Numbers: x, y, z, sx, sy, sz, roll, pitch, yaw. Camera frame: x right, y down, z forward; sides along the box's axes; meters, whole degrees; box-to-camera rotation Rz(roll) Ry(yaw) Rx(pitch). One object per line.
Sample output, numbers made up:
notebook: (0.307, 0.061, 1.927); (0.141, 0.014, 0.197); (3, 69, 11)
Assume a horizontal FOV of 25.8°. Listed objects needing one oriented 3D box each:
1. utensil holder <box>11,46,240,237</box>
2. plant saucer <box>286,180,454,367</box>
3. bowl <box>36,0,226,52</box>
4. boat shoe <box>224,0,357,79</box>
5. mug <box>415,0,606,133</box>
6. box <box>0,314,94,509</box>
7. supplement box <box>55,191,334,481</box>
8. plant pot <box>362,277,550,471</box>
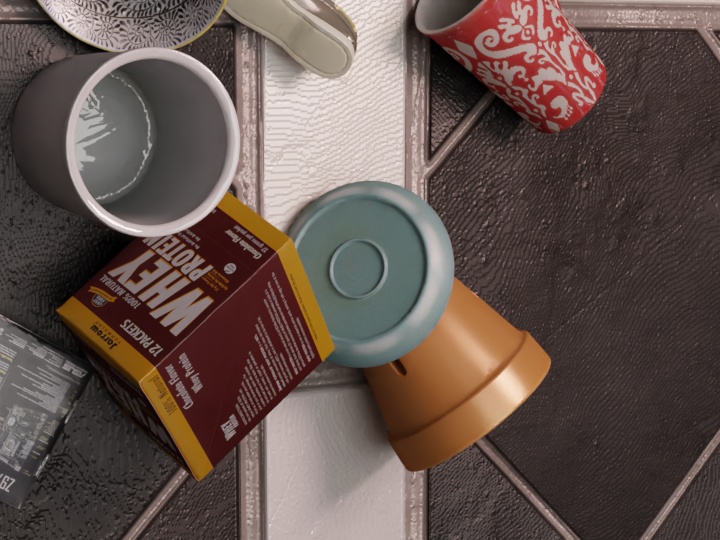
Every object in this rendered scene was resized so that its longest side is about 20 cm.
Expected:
utensil holder: (-0.229, -0.125, 1.493); (0.168, 0.199, 0.172); (-3, 97, -28)
plant saucer: (0.000, 0.000, 1.653); (0.202, 0.198, 0.027); (-67, 159, -5)
bowl: (-0.220, -0.318, 1.516); (0.198, 0.095, 0.202); (1, 133, 1)
boat shoe: (-0.085, -0.283, 1.632); (0.201, 0.072, 0.061); (39, 37, -15)
mug: (0.186, -0.272, 1.745); (0.200, 0.133, 0.178); (40, 79, -30)
box: (-0.382, 0.118, 1.530); (0.199, 0.043, 0.161); (31, 81, -28)
supplement box: (-0.157, 0.059, 1.548); (0.200, 0.132, 0.198); (-44, 147, -17)
plant pot: (0.088, 0.103, 1.714); (0.200, 0.200, 0.140); (-40, 96, -18)
